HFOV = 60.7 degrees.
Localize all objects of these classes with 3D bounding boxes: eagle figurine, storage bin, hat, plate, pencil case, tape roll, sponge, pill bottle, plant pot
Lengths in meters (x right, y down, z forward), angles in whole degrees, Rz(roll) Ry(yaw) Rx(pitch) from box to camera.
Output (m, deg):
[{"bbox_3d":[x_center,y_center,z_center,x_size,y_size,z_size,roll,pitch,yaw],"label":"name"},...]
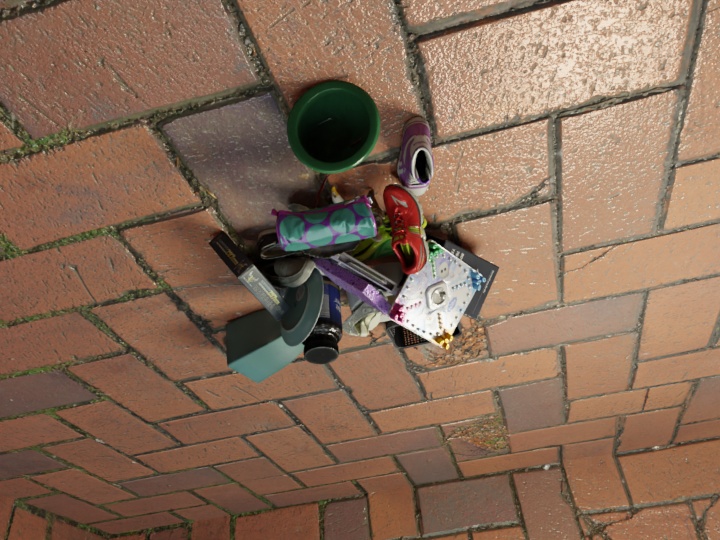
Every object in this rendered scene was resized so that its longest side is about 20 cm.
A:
[{"bbox_3d":[-0.051,-0.110,1.339,0.199,0.152,0.152,-23,173,3],"label":"eagle figurine"},{"bbox_3d":[0.174,0.134,1.730,0.198,0.094,0.135,-13,143,12],"label":"storage bin"},{"bbox_3d":[-0.057,-0.249,1.200,0.199,0.166,0.176,-36,177,-1],"label":"hat"},{"bbox_3d":[-0.153,0.084,1.496,0.025,0.201,0.200,20,137,-30],"label":"plate"},{"bbox_3d":[-0.070,-0.095,1.218,0.198,0.085,0.093,-11,125,4],"label":"pencil case"},{"bbox_3d":[0.064,0.060,1.606,0.201,0.071,0.203,-12,151,-7],"label":"tape roll"},{"bbox_3d":[-0.022,0.031,1.443,0.030,0.199,0.112,-53,136,-7],"label":"sponge"},{"bbox_3d":[-0.101,0.124,1.524,0.111,0.201,0.112,-4,144,-3],"label":"pill bottle"},{"bbox_3d":[-0.255,0.194,1.728,0.199,0.142,0.141,-28,139,17],"label":"plant pot"}]

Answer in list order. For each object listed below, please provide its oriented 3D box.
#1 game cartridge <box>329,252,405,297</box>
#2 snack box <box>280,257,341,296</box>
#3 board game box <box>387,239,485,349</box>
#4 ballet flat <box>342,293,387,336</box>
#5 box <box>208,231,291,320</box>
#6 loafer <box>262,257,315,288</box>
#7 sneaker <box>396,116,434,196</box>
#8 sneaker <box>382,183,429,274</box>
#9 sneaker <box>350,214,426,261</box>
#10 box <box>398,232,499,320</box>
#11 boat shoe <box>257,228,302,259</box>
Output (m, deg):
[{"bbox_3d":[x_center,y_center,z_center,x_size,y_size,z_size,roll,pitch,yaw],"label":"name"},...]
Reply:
[{"bbox_3d":[0.000,0.000,1.423,0.199,0.039,0.130,30,174,-12],"label":"game cartridge"},{"bbox_3d":[-0.109,0.027,1.594,0.116,0.037,0.200,21,136,-31],"label":"snack box"},{"bbox_3d":[0.181,0.061,1.420,0.199,0.026,0.201,30,88,-34],"label":"board game box"},{"bbox_3d":[0.009,0.129,1.560,0.071,0.072,0.200,11,144,-21],"label":"ballet flat"},{"bbox_3d":[-0.260,0.015,1.459,0.051,0.158,0.200,-41,140,-7],"label":"box"},{"bbox_3d":[-0.178,0.001,1.487,0.070,0.070,0.199,38,150,-22],"label":"loafer"},{"bbox_3d":[0.114,-0.198,1.255,0.072,0.115,0.201,-8,145,2],"label":"sneaker"},{"bbox_3d":[0.094,-0.086,1.304,0.077,0.085,0.201,-11,108,34],"label":"sneaker"},{"bbox_3d":[0.069,-0.083,1.455,0.199,0.075,0.083,-27,162,24],"label":"sneaker"},{"bbox_3d":[0.218,0.015,1.506,0.199,0.104,0.149,24,91,-34],"label":"box"},{"bbox_3d":[-0.145,-0.070,1.439,0.198,0.061,0.074,-8,144,3],"label":"boat shoe"}]
